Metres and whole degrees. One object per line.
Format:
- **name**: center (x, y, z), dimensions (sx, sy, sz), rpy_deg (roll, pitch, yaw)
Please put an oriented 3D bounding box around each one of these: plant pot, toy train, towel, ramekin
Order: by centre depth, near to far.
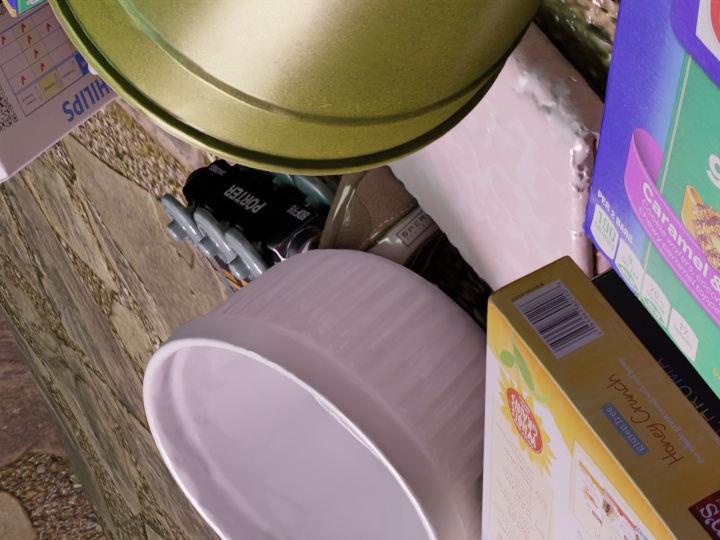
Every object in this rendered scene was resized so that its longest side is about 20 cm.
- **plant pot**: center (0.007, -0.156, 0.693), dimensions (0.200, 0.200, 0.193), rpy_deg (60, 153, 3)
- **towel**: center (0.056, -0.066, 0.948), dimensions (0.200, 0.032, 0.191), rpy_deg (51, 163, 34)
- **ramekin**: center (-0.005, 0.082, 1.076), dimensions (0.200, 0.105, 0.200), rpy_deg (29, 145, 23)
- **toy train**: center (-0.050, -0.012, 1.305), dimensions (0.114, 0.085, 0.200), rpy_deg (55, 167, -27)

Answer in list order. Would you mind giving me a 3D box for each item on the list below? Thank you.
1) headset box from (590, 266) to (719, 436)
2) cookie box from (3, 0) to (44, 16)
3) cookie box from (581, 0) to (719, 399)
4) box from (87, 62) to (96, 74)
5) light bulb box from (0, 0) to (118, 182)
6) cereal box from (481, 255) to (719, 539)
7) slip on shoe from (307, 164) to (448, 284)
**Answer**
- **headset box**: center (0.151, 0.102, 0.815), dimensions (0.174, 0.093, 0.200), rpy_deg (51, 161, 34)
- **cookie box**: center (-0.251, -0.296, 1.419), dimensions (0.171, 0.075, 0.200), rpy_deg (57, 165, 11)
- **cookie box**: center (0.138, -0.021, 0.508), dimensions (0.171, 0.075, 0.200), rpy_deg (54, 162, 27)
- **box**: center (-0.075, -0.172, 0.987), dimensions (0.200, 0.101, 0.113), rpy_deg (146, 119, -75)
- **light bulb box**: center (-0.312, -0.176, 1.583), dimensions (0.125, 0.198, 0.200), rpy_deg (-16, 107, 28)
- **cereal box**: center (0.096, 0.107, 0.753), dimensions (0.144, 0.040, 0.200), rpy_deg (53, 162, 31)
- **slip on shoe**: center (0.000, 0.000, 1.146), dimensions (0.061, 0.076, 0.200), rpy_deg (44, 158, 9)
